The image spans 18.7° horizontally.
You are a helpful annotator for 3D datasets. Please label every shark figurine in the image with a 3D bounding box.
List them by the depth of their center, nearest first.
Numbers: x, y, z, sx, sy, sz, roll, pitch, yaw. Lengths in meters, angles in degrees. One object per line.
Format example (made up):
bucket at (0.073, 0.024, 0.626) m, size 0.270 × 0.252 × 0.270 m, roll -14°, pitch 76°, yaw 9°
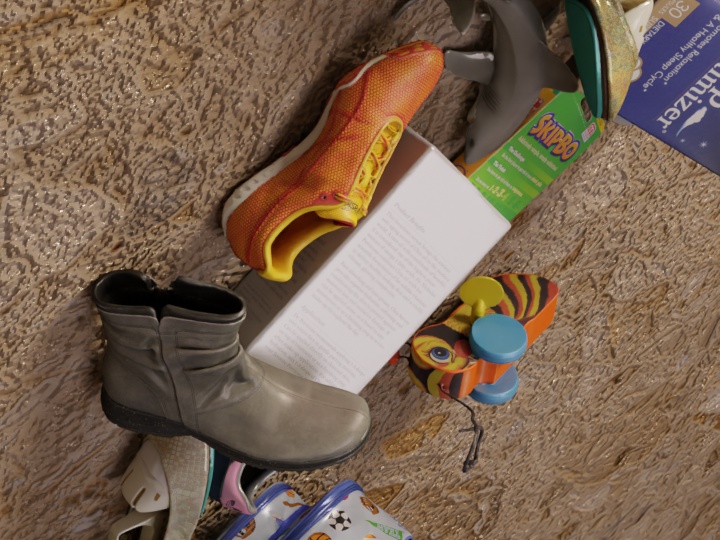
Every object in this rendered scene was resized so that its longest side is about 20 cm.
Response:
shark figurine at (0.114, -0.158, 1.567) m, size 0.128 × 0.089 × 0.214 m, roll -43°, pitch 151°, yaw -9°

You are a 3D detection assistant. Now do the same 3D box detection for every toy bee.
toy bee at (0.081, 0.060, 1.781) m, size 0.200 × 0.109 × 0.131 m, roll -42°, pitch 152°, yaw -62°

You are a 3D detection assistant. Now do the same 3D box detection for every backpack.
backpack at (-0.048, 0.257, 1.766) m, size 0.190 × 0.154 × 0.200 m, roll -39°, pitch 171°, yaw -11°

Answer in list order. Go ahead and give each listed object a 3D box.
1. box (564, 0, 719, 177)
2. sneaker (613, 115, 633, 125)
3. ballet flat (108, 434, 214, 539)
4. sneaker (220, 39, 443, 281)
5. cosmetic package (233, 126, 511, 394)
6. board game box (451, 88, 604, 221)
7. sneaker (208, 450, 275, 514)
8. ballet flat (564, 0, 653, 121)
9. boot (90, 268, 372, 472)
box at (0.264, -0.140, 1.624) m, size 0.200 × 0.032 × 0.121 m, roll 26°, pitch 124°, yaw -32°
sneaker at (0.288, -0.177, 1.709) m, size 0.200 × 0.116 × 0.078 m, roll -43°, pitch 111°, yaw -13°
ballet flat at (-0.153, 0.178, 1.643) m, size 0.062 × 0.067 × 0.200 m, roll -14°, pitch 137°, yaw -29°
sneaker at (-0.007, -0.073, 1.509) m, size 0.200 × 0.077 × 0.073 m, roll -49°, pitch 151°, yaw 10°
cosmetic package at (0.000, 0.000, 1.588) m, size 0.200 × 0.071 × 0.101 m, roll -47°, pitch 124°, yaw 0°
board game box at (0.108, -0.073, 1.711) m, size 0.200 × 0.030 × 0.096 m, roll -41°, pitch 149°, yaw -7°
sneaker at (-0.044, 0.103, 1.672) m, size 0.200 × 0.082 × 0.070 m, roll -46°, pitch 149°, yaw -3°
ballet flat at (0.168, -0.201, 1.525) m, size 0.071 × 0.071 × 0.200 m, roll -30°, pitch 114°, yaw -26°
boot at (-0.087, 0.067, 1.495) m, size 0.131 × 0.200 × 0.068 m, roll 98°, pitch 3°, yaw -49°
